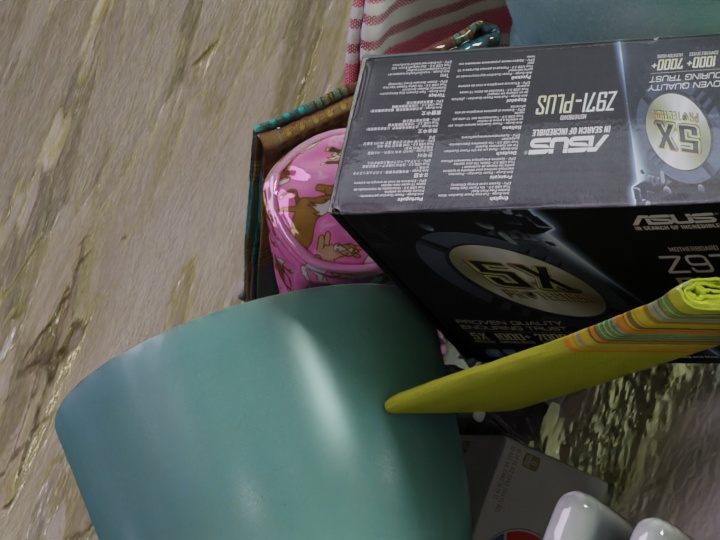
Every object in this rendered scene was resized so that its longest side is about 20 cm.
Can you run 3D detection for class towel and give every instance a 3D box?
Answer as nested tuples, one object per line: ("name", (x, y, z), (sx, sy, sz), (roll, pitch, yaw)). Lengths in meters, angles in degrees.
("towel", (0.050, -0.142, 1.339), (0.030, 0.146, 0.201), (32, 131, 33))
("towel", (0.002, -0.052, 1.298), (0.022, 0.146, 0.200), (57, 163, 21))
("towel", (0.103, 0.035, 1.088), (0.199, 0.086, 0.018), (-23, 70, 48))

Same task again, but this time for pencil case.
("pencil case", (0.000, 0.000, 1.267), (0.086, 0.083, 0.200), (-30, -22, -7))

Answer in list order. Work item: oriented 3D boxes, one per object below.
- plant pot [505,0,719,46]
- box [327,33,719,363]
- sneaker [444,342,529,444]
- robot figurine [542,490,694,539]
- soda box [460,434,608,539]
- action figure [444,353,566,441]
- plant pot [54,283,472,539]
("plant pot", (0.154, -0.155, 1.272), (0.201, 0.199, 0.135), (-93, 19, -52))
("box", (0.113, -0.028, 1.119), (0.198, 0.164, 0.087), (0, 63, 28))
("sneaker", (0.044, 0.105, 1.400), (0.116, 0.075, 0.201), (-60, 6, 37))
("robot figurine", (0.091, 0.204, 1.092), (0.169, 0.113, 0.201), (15, 79, 34))
("soda box", (0.057, 0.190, 1.263), (0.064, 0.068, 0.201), (-9, 58, 66))
("action figure", (0.130, -0.001, 1.270), (0.200, 0.069, 0.130), (-48, 3, 0))
("plant pot", (-0.034, 0.122, 1.196), (0.200, 0.199, 0.162), (-42, 60, 47))
